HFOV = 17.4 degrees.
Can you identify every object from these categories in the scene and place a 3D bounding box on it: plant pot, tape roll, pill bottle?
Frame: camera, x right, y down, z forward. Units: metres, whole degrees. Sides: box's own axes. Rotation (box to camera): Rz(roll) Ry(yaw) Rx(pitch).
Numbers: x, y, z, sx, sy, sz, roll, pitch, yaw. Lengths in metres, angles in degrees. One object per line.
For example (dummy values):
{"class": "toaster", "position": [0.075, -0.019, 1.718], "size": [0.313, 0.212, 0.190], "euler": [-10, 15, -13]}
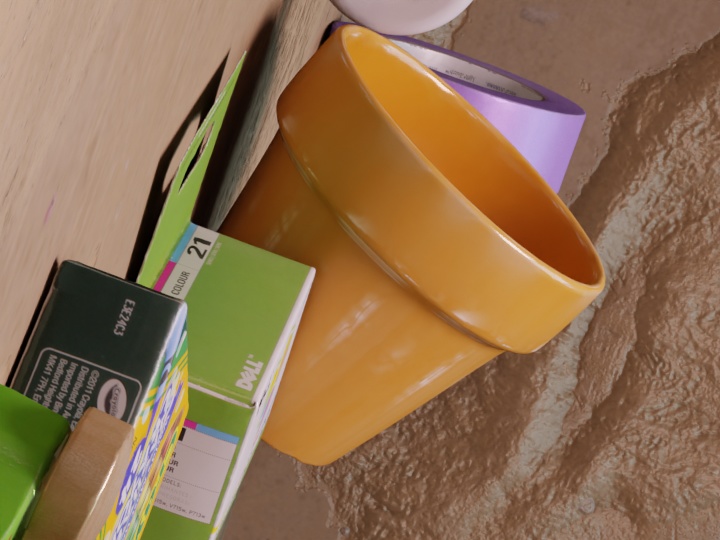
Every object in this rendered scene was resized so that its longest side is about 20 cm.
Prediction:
{"class": "plant pot", "position": [0.000, 0.000, 1.287], "size": [0.183, 0.200, 0.200], "euler": [-45, -174, 15]}
{"class": "tape roll", "position": [0.063, -0.121, 1.741], "size": [0.200, 0.199, 0.066], "euler": [-63, 172, -78]}
{"class": "pill bottle", "position": [0.033, -0.206, 1.382], "size": [0.200, 0.104, 0.105], "euler": [-66, 176, -71]}

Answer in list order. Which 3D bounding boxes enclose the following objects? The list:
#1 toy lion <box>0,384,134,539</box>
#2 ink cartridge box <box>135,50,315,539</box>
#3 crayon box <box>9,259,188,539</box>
{"class": "toy lion", "position": [-0.137, 0.134, 0.584], "size": [0.192, 0.068, 0.200], "euler": [-64, -179, 20]}
{"class": "ink cartridge box", "position": [-0.068, 0.018, 1.134], "size": [0.148, 0.075, 0.201], "euler": [-68, 178, -62]}
{"class": "crayon box", "position": [-0.111, 0.086, 0.919], "size": [0.200, 0.051, 0.126], "euler": [106, 4, -74]}
